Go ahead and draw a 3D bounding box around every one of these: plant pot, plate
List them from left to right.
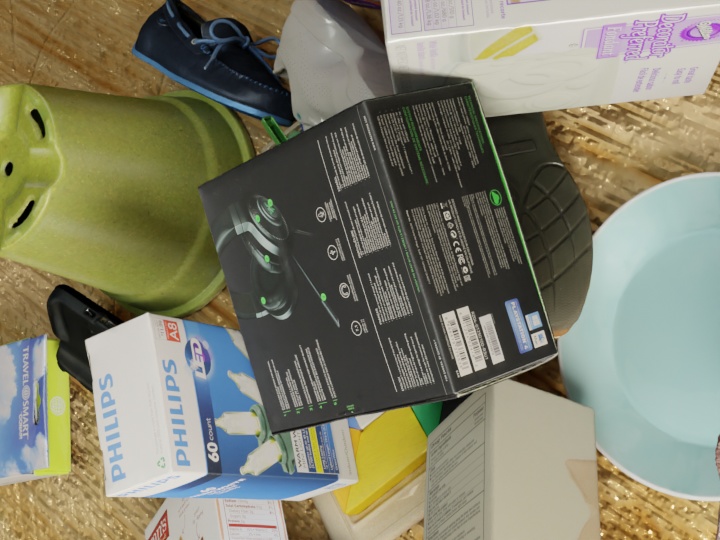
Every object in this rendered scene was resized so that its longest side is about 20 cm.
[{"bbox_3d":[-0.217,-0.068,1.043,0.200,0.184,0.201,-7,78,37],"label":"plant pot"},{"bbox_3d":[0.214,0.040,0.795,0.200,0.026,0.201,-6,80,36],"label":"plate"}]

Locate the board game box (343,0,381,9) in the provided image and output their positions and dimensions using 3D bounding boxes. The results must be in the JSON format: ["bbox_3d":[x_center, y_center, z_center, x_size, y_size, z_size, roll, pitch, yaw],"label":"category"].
[{"bbox_3d":[0.033,-0.293,0.874,0.199,0.200,0.201,18,94,38],"label":"board game box"}]

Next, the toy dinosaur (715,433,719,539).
[{"bbox_3d":[0.242,0.065,0.669,0.200,0.135,0.086,-39,69,19],"label":"toy dinosaur"}]

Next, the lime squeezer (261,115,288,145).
[{"bbox_3d":[-0.010,-0.050,0.898,0.038,0.071,0.200,-37,38,-22],"label":"lime squeezer"}]

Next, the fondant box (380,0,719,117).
[{"bbox_3d":[0.115,-0.145,0.773,0.199,0.144,0.058,-7,77,4],"label":"fondant box"}]

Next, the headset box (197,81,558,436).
[{"bbox_3d":[0.000,0.000,0.807,0.200,0.093,0.175,-21,86,50],"label":"headset box"}]

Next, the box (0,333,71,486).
[{"bbox_3d":[-0.327,0.133,1.176,0.200,0.048,0.122,-15,74,39],"label":"box"}]

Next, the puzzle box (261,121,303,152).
[{"bbox_3d":[0.002,-0.046,0.946,0.133,0.025,0.200,-34,54,24],"label":"puzzle box"}]

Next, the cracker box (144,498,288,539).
[{"bbox_3d":[-0.099,0.242,0.931,0.134,0.058,0.200,-55,37,40],"label":"cracker box"}]

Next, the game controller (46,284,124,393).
[{"bbox_3d":[-0.190,0.083,1.065,0.200,0.042,0.105,27,131,37],"label":"game controller"}]

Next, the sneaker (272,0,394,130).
[{"bbox_3d":[-0.008,-0.119,0.930,0.089,0.075,0.200,-56,41,23],"label":"sneaker"}]

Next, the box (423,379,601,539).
[{"bbox_3d":[0.089,0.174,0.772,0.095,0.078,0.201,129,154,-48],"label":"box"}]

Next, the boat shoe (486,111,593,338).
[{"bbox_3d":[0.104,-0.045,0.867,0.075,0.074,0.201,-6,66,-7],"label":"boat shoe"}]

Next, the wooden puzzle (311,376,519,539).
[{"bbox_3d":[0.013,0.089,0.934,0.200,0.037,0.185,-43,60,25],"label":"wooden puzzle"}]

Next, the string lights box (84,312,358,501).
[{"bbox_3d":[-0.087,0.096,0.860,0.059,0.200,0.103,-22,70,29],"label":"string lights box"}]

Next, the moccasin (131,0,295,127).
[{"bbox_3d":[-0.119,-0.177,1.051,0.200,0.080,0.068,32,98,36],"label":"moccasin"}]
